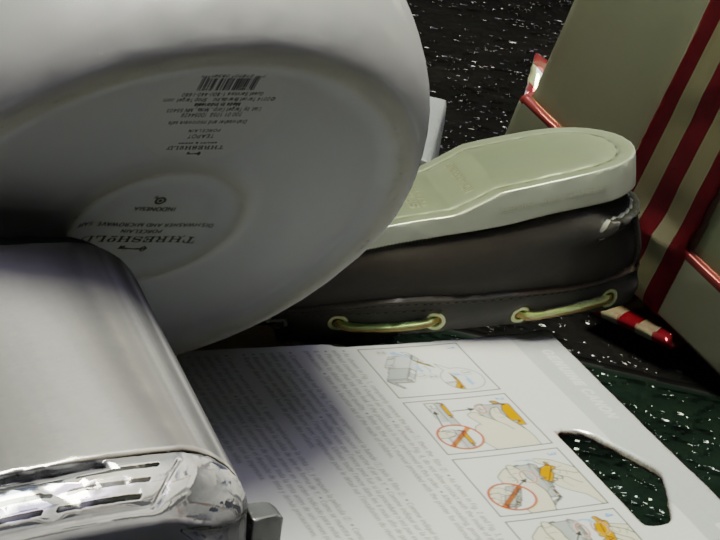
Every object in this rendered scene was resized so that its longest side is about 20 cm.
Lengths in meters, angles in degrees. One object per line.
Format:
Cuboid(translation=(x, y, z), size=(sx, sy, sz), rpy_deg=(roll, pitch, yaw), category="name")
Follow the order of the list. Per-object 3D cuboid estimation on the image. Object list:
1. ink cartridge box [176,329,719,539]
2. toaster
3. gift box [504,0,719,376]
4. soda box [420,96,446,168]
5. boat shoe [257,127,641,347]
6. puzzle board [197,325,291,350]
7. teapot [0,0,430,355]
Cuboid(translation=(0.023, 0.084, 0.722), size=(0.173, 0.044, 0.200), rpy_deg=(-2, 27, -26), category="ink cartridge box")
Cuboid(translation=(-0.122, 0.071, 0.611), size=(0.199, 0.114, 0.129), rpy_deg=(-9, 33, -27), category="toaster")
Cuboid(translation=(0.176, -0.073, 0.934), size=(0.184, 0.187, 0.200), rpy_deg=(-13, 49, -37), category="gift box")
Cuboid(translation=(-0.071, -0.046, 0.895), size=(0.199, 0.064, 0.068), rpy_deg=(12, 25, 3), category="soda box")
Cuboid(translation=(0.000, 0.000, 0.824), size=(0.200, 0.061, 0.072), rpy_deg=(-10, 23, -3), category="boat shoe")
Cuboid(translation=(-0.119, 0.013, 0.851), size=(0.199, 0.017, 0.151), rpy_deg=(0, 28, -20), category="puzzle board")
Cuboid(translation=(-0.085, -0.071, 0.712), size=(0.197, 0.200, 0.147), rpy_deg=(-26, 62, 9), category="teapot")
